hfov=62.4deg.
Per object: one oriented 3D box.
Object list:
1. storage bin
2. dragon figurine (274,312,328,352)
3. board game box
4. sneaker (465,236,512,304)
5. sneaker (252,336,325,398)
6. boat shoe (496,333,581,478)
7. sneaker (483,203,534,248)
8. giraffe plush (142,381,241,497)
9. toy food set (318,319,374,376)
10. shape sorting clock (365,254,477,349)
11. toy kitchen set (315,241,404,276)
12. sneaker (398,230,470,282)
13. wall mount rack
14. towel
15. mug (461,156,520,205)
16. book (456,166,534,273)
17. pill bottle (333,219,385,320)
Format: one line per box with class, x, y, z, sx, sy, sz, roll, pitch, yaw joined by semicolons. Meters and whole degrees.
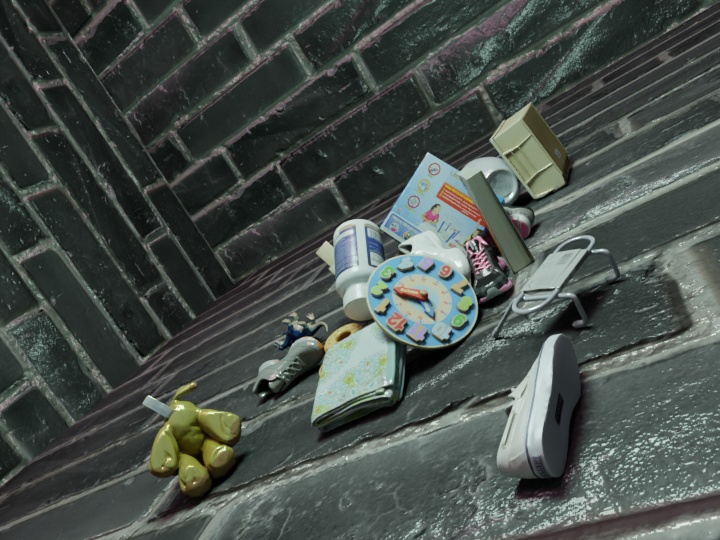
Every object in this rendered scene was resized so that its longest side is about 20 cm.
storage bin;0.440;-0.305;1.513;0.093;0.199;0.200;-35;8;33
dragon figurine;-0.139;0.164;1.499;0.197;0.101;0.059;-1;26;33
board game box;0.176;-0.117;1.288;0.197;0.199;0.056;-56;-15;2
sneaker;0.228;-0.008;1.117;0.078;0.096;0.200;-28;14;14
sneaker;-0.157;0.223;1.304;0.199;0.076;0.092;-36;16;27
boat shoe;0.191;0.144;0.650;0.069;0.071;0.201;-21;23;36
sneaker;0.311;-0.102;1.342;0.087;0.074;0.199;-41;18;-34
giraffe plush;-0.323;0.328;1.134;0.172;0.200;0.163;-41;-15;-25
toy food set;-0.004;0.151;1.209;0.196;0.049;0.200;-28;12;25
shape sorting clock;0.107;0.048;1.028;0.199;0.199;0.039;-39;-24;-29
toy kitchen set;0.038;-0.019;1.433;0.181;0.200;0.163;-48;-24;-2
sneaker;0.140;-0.014;1.164;0.087;0.076;0.200;-13;26;-18
wall mount rack;0.277;0.032;0.883;0.200;0.075;0.173;-41;17;-34
towel;-0.001;0.169;1.016;0.170;0.048;0.201;-28;27;24
mug;0.328;-0.196;1.547;0.175;0.146;0.202;-115;50;-81
book;0.257;-0.105;1.166;0.048;0.201;0.134;-31;12;7
pill bottle;0.000;0.000;1.261;0.110;0.111;0.202;-27;47;26
